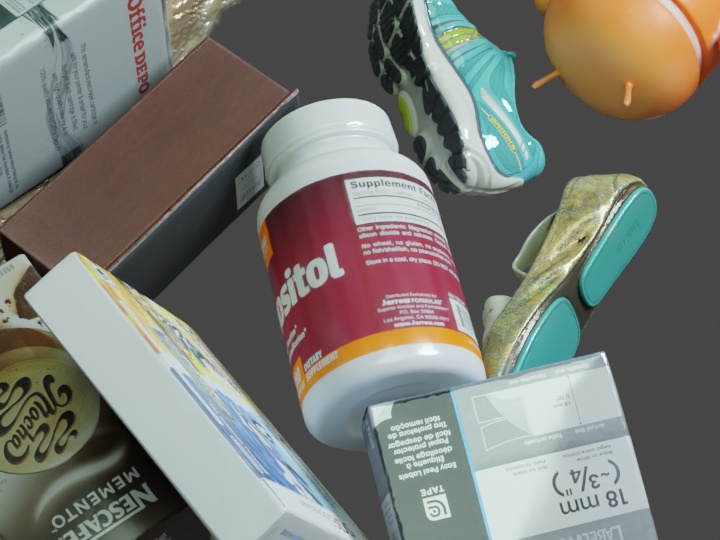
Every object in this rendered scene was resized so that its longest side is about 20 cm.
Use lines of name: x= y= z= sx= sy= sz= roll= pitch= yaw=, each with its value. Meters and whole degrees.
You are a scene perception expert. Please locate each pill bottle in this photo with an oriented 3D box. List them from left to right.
pill bottle: x=0.000 y=0.000 z=1.361 sx=0.113 sy=0.113 sz=0.200 roll=-11 pitch=60 yaw=-7

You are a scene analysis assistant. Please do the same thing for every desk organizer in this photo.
desk organizer: x=-0.131 y=-0.051 z=1.413 sx=0.077 sy=0.072 sz=0.200 roll=35 pitch=65 yaw=20

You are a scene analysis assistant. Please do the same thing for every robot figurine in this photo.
robot figurine: x=0.197 y=-0.180 z=1.470 sx=0.144 sy=0.117 sz=0.200 roll=39 pitch=64 yaw=3

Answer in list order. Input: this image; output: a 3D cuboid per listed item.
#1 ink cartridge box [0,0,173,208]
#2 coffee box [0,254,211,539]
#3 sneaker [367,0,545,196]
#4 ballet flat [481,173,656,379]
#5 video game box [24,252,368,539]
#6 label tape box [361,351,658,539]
ink cartridge box: x=-0.223 y=-0.125 z=1.411 sx=0.200 sy=0.147 sz=0.083 roll=-35 pitch=65 yaw=-21
coffee box: x=-0.188 y=0.104 z=1.314 sx=0.113 sy=0.080 sz=0.200 roll=-32 pitch=65 yaw=-19
sneaker: x=0.060 y=-0.134 z=1.477 sx=0.080 sy=0.078 sz=0.200 roll=-7 pitch=63 yaw=-28
ballet flat: x=0.115 y=0.017 z=1.387 sx=0.071 sy=0.071 sz=0.200 roll=27 pitch=63 yaw=14
video game box: x=-0.085 y=0.093 z=1.265 sx=0.047 sy=0.182 sz=0.200 roll=-42 pitch=68 yaw=0
label tape box: x=0.094 y=0.161 z=1.265 sx=0.144 sy=0.063 sz=0.200 roll=-13 pitch=78 yaw=-8
